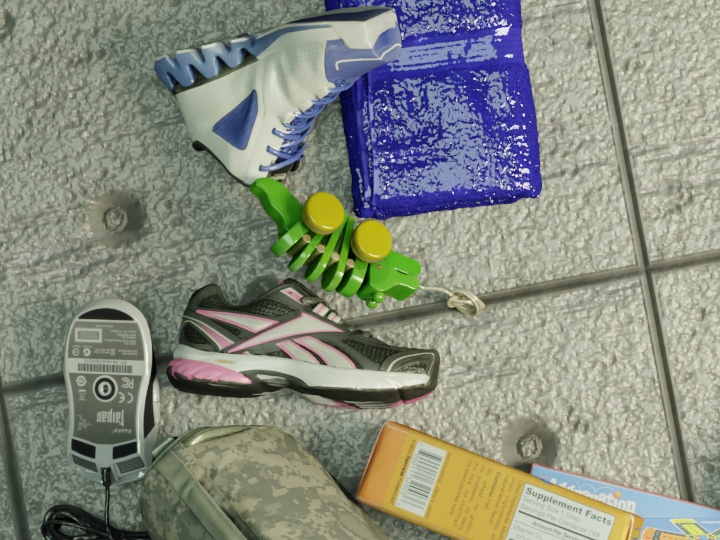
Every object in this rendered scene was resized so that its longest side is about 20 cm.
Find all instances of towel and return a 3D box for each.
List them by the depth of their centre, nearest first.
[{"bbox_3d":[0.053,-0.143,1.707,0.147,0.050,0.201,-8,88,4],"label":"towel"}]

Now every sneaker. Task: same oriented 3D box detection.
[{"bbox_3d":[-0.040,0.049,1.688,0.199,0.080,0.087,6,78,-2],"label":"sneaker"},{"bbox_3d":[-0.052,-0.123,1.690,0.199,0.080,0.116,-10,100,30],"label":"sneaker"}]

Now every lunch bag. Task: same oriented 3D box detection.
[{"bbox_3d":[-0.057,0.209,1.613,0.139,0.168,0.200,-45,58,3],"label":"lunch bag"}]

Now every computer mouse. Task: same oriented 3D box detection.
[{"bbox_3d":[-0.181,0.121,1.717,0.109,0.044,0.201,3,91,16],"label":"computer mouse"}]

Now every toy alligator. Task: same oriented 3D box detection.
[{"bbox_3d":[0.000,0.000,1.679,0.199,0.059,0.054,30,60,-13],"label":"toy alligator"}]

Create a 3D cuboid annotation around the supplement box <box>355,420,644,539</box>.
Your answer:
[{"bbox_3d":[0.102,0.173,1.669,0.199,0.067,0.069,22,88,14],"label":"supplement box"}]

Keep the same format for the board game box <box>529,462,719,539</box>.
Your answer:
[{"bbox_3d":[0.212,0.216,1.700,0.199,0.019,0.103,14,90,4],"label":"board game box"}]
